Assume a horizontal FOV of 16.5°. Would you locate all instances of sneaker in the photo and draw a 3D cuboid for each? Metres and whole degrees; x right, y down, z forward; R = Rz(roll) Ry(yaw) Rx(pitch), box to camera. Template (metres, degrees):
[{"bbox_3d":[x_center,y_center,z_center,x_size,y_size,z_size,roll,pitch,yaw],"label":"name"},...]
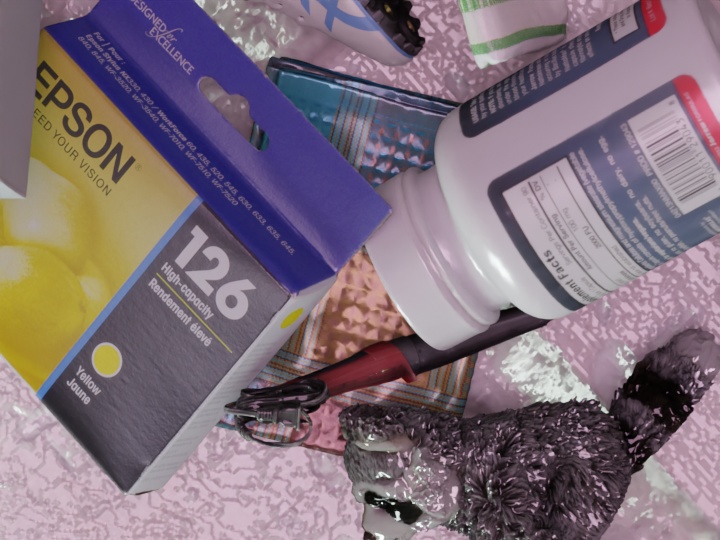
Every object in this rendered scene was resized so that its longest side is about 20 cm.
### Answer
[{"bbox_3d":[-0.055,-0.164,1.279,0.200,0.072,0.073,36,112,-3],"label":"sneaker"}]

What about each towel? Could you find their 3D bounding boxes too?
[{"bbox_3d":[0.000,0.000,1.317,0.146,0.022,0.201,13,97,0],"label":"towel"},{"bbox_3d":[0.064,-0.205,1.230,0.023,0.152,0.201,-6,98,19],"label":"towel"}]

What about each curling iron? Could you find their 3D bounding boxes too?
[{"bbox_3d":[0.021,0.051,1.277,0.199,0.050,0.026,-18,116,-29],"label":"curling iron"}]

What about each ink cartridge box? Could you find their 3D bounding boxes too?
[{"bbox_3d":[-0.116,-0.024,1.256,0.198,0.047,0.200,46,112,16],"label":"ink cartridge box"}]

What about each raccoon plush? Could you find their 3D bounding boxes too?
[{"bbox_3d":[0.079,0.075,1.298,0.134,0.097,0.200,43,66,-6],"label":"raccoon plush"}]

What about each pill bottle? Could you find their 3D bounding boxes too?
[{"bbox_3d":[0.105,-0.046,1.234,0.199,0.120,0.120,-29,95,16],"label":"pill bottle"}]

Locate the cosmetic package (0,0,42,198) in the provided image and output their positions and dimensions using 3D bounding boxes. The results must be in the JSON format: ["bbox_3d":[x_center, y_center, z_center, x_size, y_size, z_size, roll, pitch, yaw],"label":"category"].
[{"bbox_3d":[-0.216,-0.137,1.198,0.112,0.081,0.201,1,78,15],"label":"cosmetic package"}]
